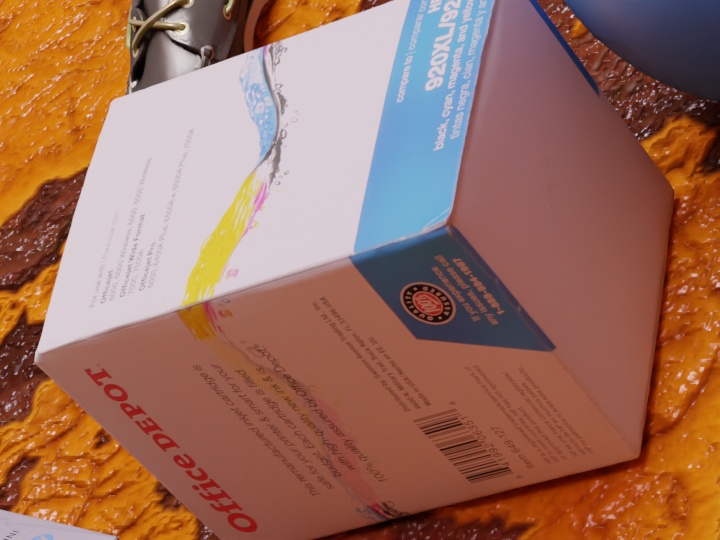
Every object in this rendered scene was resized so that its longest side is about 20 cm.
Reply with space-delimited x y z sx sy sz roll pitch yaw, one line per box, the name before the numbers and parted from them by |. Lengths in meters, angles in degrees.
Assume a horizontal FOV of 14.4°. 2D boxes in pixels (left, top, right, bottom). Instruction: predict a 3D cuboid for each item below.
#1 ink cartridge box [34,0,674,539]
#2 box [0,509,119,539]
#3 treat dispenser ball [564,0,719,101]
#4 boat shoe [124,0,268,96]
ink cartridge box | 0.000 0.000 1.142 0.199 0.147 0.145 -16 42 30
box | -0.210 0.159 1.227 0.199 0.041 0.156 5 36 46
treat dispenser ball | 0.161 -0.164 1.115 0.200 0.201 0.201 -25 39 22
boat shoe | -0.087 -0.122 1.425 0.072 0.060 0.202 -15 43 32
